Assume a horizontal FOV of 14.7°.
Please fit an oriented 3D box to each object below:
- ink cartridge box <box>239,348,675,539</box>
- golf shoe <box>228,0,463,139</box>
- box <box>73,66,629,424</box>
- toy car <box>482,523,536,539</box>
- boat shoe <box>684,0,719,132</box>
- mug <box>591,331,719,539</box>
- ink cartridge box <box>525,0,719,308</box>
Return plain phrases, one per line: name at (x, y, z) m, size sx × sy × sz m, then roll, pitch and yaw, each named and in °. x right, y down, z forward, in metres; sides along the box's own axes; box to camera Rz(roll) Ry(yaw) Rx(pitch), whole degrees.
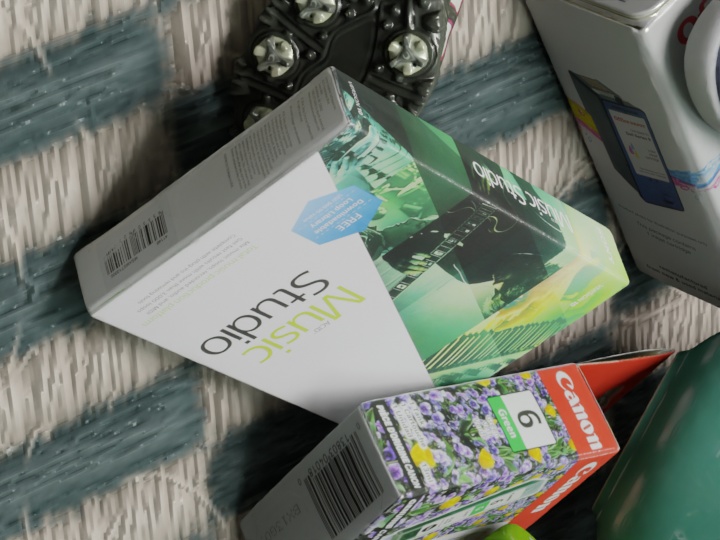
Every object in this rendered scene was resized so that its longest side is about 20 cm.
ink cartridge box at (0.055, 0.093, 1.268) m, size 0.200 × 0.050 × 0.109 m, roll -8°, pitch 153°, yaw -40°
golf shoe at (0.016, -0.120, 1.150) m, size 0.200 × 0.077 × 0.088 m, roll -60°, pitch 175°, yaw 21°
box at (0.000, 0.000, 1.167) m, size 0.144 × 0.036 × 0.200 m, roll -35°, pitch 144°, yaw 25°
toy car at (0.062, 0.221, 1.318) m, size 0.164 × 0.158 × 0.200 m, roll -37°, pitch 165°, yaw 10°
boat shoe at (0.220, -0.066, 1.247) m, size 0.200 × 0.070 × 0.071 m, roll 33°, pitch 84°, yaw -47°
mug at (0.171, 0.116, 1.310) m, size 0.185 × 0.114 × 0.152 m, roll -61°, pitch 174°, yaw 0°
ink cartridge box at (0.176, -0.099, 1.304) m, size 0.145 × 0.087 × 0.200 m, roll -45°, pitch 135°, yaw -18°
